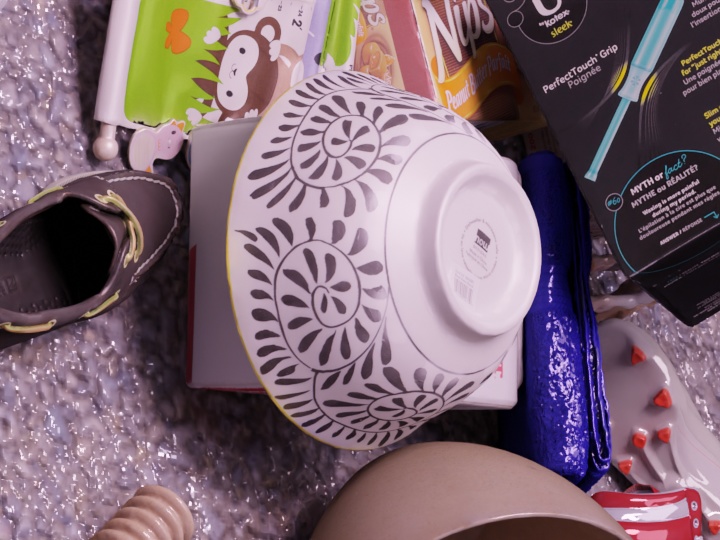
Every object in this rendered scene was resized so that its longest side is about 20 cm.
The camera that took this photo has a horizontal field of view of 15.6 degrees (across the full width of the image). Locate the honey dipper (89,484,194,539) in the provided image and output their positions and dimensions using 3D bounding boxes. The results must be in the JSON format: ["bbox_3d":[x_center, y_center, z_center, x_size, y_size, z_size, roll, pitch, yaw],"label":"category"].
[{"bbox_3d":[-0.146,0.173,1.261,0.038,0.038,0.200,60,42,-15],"label":"honey dipper"}]

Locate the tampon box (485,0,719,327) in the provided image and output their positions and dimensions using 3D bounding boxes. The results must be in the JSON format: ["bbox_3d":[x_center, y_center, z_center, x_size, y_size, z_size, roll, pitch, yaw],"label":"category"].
[{"bbox_3d":[0.191,-0.099,1.517,0.201,0.149,0.126,65,14,23],"label":"tampon box"}]

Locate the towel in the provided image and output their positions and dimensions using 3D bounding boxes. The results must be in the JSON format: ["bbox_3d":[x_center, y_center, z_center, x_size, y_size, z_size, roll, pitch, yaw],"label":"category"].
[{"bbox_3d":[0.113,0.046,1.560,0.049,0.148,0.201,1,71,-5],"label":"towel"}]

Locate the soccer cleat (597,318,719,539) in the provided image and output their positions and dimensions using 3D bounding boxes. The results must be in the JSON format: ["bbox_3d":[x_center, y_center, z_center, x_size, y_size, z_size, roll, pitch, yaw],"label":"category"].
[{"bbox_3d":[0.198,0.113,1.700,0.201,0.069,0.078,59,21,-15],"label":"soccer cleat"}]

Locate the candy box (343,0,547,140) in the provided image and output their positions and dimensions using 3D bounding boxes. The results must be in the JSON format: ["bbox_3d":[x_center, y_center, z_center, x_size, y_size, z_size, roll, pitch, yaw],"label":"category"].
[{"bbox_3d":[0.054,-0.140,1.593,0.200,0.055,0.116,-7,81,-63],"label":"candy box"}]

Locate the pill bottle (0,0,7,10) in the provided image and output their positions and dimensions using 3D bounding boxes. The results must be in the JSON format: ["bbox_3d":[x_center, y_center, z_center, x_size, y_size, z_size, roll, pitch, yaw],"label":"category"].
[{"bbox_3d":[-0.212,-0.183,1.258,0.112,0.112,0.201,35,51,-38],"label":"pill bottle"}]

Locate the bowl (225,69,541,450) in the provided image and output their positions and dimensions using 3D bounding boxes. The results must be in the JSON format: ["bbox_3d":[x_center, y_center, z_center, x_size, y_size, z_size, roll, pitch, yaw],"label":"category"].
[{"bbox_3d":[0.031,-0.009,1.358,0.200,0.094,0.202,7,81,-49],"label":"bowl"}]

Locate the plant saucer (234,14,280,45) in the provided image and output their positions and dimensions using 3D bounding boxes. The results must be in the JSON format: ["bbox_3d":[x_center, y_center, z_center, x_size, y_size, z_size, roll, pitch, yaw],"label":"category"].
[{"bbox_3d":[-0.070,-0.197,1.506,0.200,0.035,0.202,24,58,-45],"label":"plant saucer"}]

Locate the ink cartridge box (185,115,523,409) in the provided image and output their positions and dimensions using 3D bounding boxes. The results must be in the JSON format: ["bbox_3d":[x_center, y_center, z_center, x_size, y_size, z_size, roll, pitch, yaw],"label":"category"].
[{"bbox_3d":[0.000,0.000,1.458,0.199,0.083,0.146,9,79,-50],"label":"ink cartridge box"}]

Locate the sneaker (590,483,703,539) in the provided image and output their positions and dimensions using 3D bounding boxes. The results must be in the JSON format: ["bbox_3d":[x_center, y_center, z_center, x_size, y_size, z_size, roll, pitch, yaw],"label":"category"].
[{"bbox_3d":[0.208,0.204,1.664,0.200,0.071,0.113,30,57,-39],"label":"sneaker"}]

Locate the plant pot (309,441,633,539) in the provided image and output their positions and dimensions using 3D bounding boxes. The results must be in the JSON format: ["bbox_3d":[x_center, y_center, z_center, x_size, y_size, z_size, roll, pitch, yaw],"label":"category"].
[{"bbox_3d":[0.045,0.169,1.404,0.200,0.200,0.135,37,14,-37],"label":"plant pot"}]

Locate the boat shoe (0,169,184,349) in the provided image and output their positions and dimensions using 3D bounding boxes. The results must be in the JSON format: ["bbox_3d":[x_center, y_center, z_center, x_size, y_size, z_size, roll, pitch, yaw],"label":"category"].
[{"bbox_3d":[-0.145,-0.007,1.313,0.201,0.060,0.072,-32,101,-52],"label":"boat shoe"}]

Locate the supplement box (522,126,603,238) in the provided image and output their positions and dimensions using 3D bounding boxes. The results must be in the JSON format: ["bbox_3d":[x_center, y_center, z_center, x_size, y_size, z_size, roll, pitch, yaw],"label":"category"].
[{"bbox_3d":[0.199,-0.104,1.671,0.073,0.199,0.127,-2,78,-48],"label":"supplement box"}]

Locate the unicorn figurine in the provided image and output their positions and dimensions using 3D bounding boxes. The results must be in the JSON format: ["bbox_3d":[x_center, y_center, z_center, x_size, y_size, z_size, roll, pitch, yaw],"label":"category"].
[{"bbox_3d":[0.198,-0.017,1.624,0.200,0.136,0.074,134,-53,-82],"label":"unicorn figurine"}]

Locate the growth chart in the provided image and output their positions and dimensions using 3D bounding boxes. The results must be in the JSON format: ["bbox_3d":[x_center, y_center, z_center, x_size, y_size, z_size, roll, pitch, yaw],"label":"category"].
[{"bbox_3d":[-0.068,-0.125,1.443,0.199,0.018,0.146,-8,105,-46],"label":"growth chart"}]
